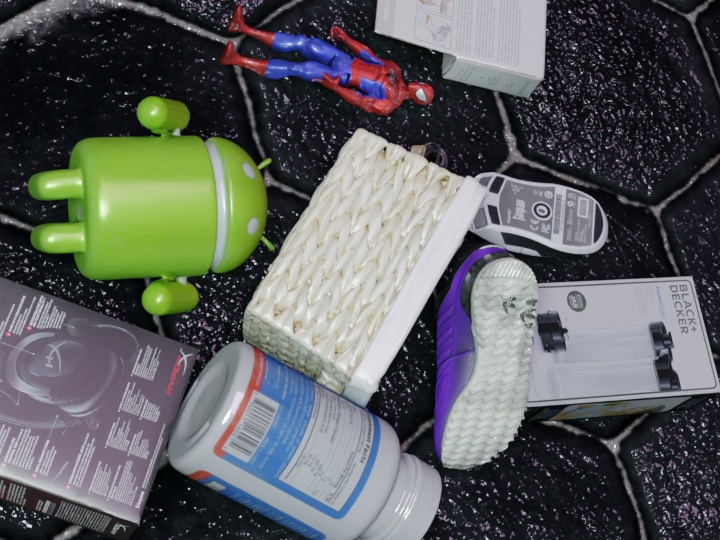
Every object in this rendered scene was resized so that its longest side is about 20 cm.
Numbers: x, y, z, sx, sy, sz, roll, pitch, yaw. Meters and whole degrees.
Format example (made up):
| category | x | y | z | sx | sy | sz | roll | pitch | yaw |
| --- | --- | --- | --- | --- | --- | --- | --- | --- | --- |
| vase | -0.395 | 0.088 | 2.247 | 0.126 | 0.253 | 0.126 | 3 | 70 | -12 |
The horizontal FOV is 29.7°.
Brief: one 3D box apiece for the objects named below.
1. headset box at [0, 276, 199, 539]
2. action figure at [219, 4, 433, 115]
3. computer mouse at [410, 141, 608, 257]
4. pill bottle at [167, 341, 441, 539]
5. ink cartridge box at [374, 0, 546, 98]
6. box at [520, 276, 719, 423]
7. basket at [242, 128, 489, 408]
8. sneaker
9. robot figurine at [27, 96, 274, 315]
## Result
| category | x | y | z | sx | sy | sz | roll | pitch | yaw |
| --- | --- | --- | --- | --- | --- | --- | --- | --- | --- |
| headset box | -0.245 | 0.102 | 1.042 | 0.200 | 0.077 | 0.149 | 20 | 63 | -9 |
| action figure | -0.026 | -0.190 | 1.259 | 0.200 | 0.052 | 0.065 | 16 | 60 | -14 |
| computer mouse | 0.129 | -0.050 | 1.254 | 0.200 | 0.044 | 0.110 | 14 | 59 | -6 |
| pill bottle | -0.040 | 0.148 | 1.063 | 0.200 | 0.112 | 0.112 | 32 | 61 | -20 |
| ink cartridge box | 0.098 | -0.283 | 1.340 | 0.176 | 0.045 | 0.200 | 13 | 64 | -14 |
| box | 0.212 | 0.070 | 1.219 | 0.200 | 0.060 | 0.117 | -1 | 68 | -19 |
| basket | 0.000 | 0.000 | 1.122 | 0.123 | 0.136 | 0.200 | 31 | 74 | 3 |
| sneaker | 0.095 | 0.067 | 1.150 | 0.070 | 0.100 | 0.200 | 2 | 112 | -23 |
| robot figurine | -0.167 | -0.052 | 1.111 | 0.200 | 0.116 | 0.176 | -3 | 91 | -21 |
